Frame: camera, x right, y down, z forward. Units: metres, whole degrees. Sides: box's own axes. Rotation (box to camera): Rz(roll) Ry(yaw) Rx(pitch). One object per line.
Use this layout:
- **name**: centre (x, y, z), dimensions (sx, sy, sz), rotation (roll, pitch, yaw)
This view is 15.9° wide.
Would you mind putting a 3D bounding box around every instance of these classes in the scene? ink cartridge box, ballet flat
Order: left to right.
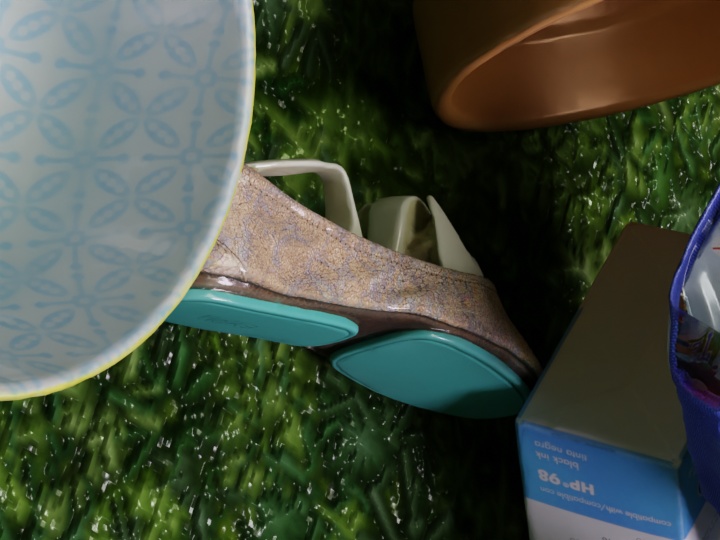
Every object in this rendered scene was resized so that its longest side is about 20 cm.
- **ballet flat**: centre (0.000, 0.000, 0.899), dimensions (0.200, 0.068, 0.067), rotation (23, 63, -49)
- **ink cartridge box**: centre (0.118, 0.097, 0.999), dimensions (0.116, 0.067, 0.200), rotation (-56, 149, -39)

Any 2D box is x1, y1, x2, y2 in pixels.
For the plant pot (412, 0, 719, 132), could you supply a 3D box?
- **plant pot**: centre (0.103, -0.150, 0.946), dimensions (0.200, 0.200, 0.140), rotation (-5, 76, -50)

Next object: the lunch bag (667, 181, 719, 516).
- **lunch bag**: centre (0.189, 0.009, 0.885), dimensions (0.200, 0.124, 0.170), rotation (-48, 149, -13)

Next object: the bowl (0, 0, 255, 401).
- **bowl**: centre (-0.134, -0.064, 0.708), dimensions (0.200, 0.108, 0.201), rotation (4, 84, -50)
